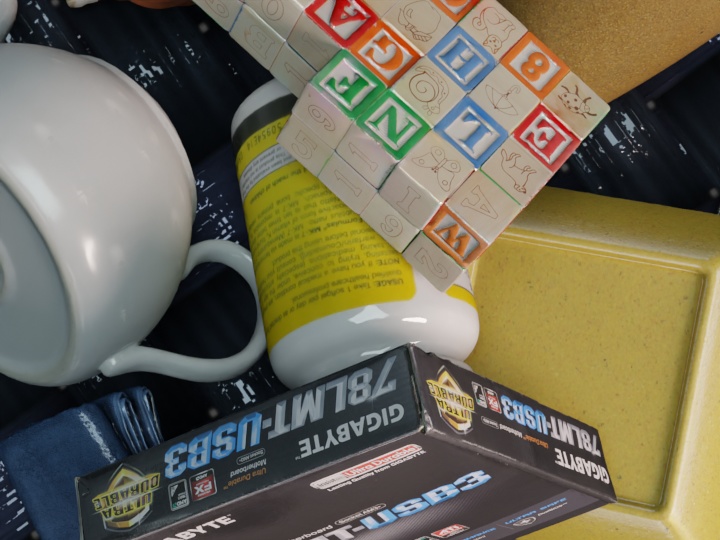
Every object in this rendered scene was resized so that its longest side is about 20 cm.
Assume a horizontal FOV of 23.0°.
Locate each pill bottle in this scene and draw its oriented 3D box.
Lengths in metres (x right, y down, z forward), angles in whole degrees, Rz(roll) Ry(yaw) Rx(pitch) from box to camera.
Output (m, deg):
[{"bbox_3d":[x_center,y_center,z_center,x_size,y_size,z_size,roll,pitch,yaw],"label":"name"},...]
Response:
[{"bbox_3d":[0.000,0.000,0.947,0.114,0.114,0.201,-11,69,0],"label":"pill bottle"}]

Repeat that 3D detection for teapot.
[{"bbox_3d":[-0.156,-0.042,0.961,0.146,0.197,0.201,-38,129,-37],"label":"teapot"}]

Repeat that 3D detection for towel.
[{"bbox_3d":[-0.120,0.164,0.972,0.048,0.111,0.201,-32,97,-45],"label":"towel"}]

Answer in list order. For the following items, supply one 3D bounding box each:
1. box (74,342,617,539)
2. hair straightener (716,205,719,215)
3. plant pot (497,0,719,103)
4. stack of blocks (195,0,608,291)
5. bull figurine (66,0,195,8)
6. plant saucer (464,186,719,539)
[{"bbox_3d":[-0.003,0.111,0.881,0.199,0.198,0.050,-24,63,24],"label":"box"},{"bbox_3d":[0.197,0.010,1.005,0.077,0.041,0.200,41,94,3],"label":"hair straightener"},{"bbox_3d":[0.161,-0.195,0.963,0.186,0.186,0.200,39,103,2],"label":"plant pot"},{"bbox_3d":[0.011,-0.102,0.889,0.200,0.059,0.115,43,59,2],"label":"stack of blocks"},{"bbox_3d":[-0.124,-0.175,0.944,0.121,0.200,0.066,-1,89,11],"label":"bull figurine"},{"bbox_3d":[0.118,0.055,0.974,0.199,0.048,0.201,10,87,18],"label":"plant saucer"}]
